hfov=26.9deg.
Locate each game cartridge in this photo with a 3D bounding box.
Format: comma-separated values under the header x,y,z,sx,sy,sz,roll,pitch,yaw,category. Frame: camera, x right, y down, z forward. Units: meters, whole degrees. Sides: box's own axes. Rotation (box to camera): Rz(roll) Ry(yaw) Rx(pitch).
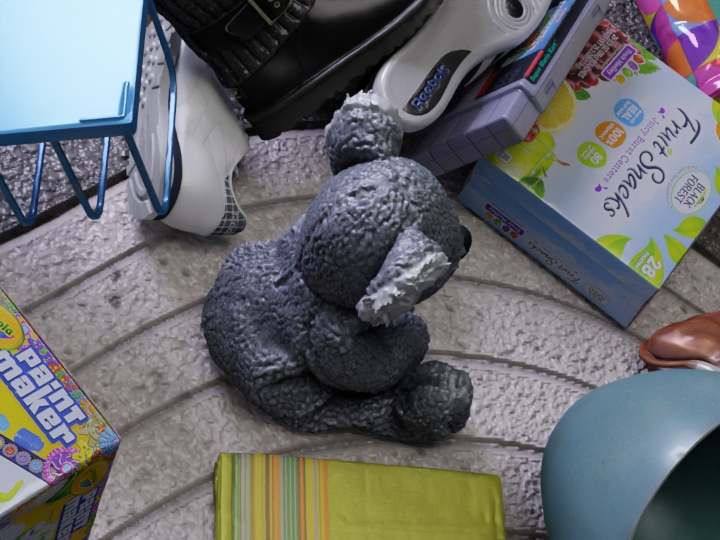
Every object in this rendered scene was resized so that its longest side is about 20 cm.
x,y,z,sx,sy,sz,roll,pitch,yaw,category
0.115,-0.155,1.163,0.038,0.129,0.200,45,52,-16,game cartridge

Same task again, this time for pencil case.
x,y,z,sx,sy,sz,roll,pitch,yaw,category
0.285,-0.214,1.287,0.088,0.088,0.201,-4,61,-21,pencil case

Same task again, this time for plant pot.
x,y,z,sx,sy,sz,roll,pitch,yaw,category
0.195,0.144,0.980,0.199,0.201,0.135,-19,32,-28,plant pot

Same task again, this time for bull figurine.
x,y,z,sx,sy,sz,roll,pitch,yaw,category
0.308,0.056,1.122,0.199,0.065,0.121,-18,33,-20,bull figurine

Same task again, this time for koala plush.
x,y,z,sx,sy,sz,roll,pitch,yaw,category
0.000,0.000,0.978,0.183,0.200,0.178,0,59,-19,koala plush

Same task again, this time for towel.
x,y,z,sx,sy,sz,roll,pitch,yaw,category
0.001,0.169,0.987,0.199,0.018,0.086,7,62,-16,towel

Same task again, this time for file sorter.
x,y,z,sx,sy,sz,roll,pitch,yaw,category
-0.226,-0.108,0.977,0.199,0.123,0.139,-4,58,6,file sorter

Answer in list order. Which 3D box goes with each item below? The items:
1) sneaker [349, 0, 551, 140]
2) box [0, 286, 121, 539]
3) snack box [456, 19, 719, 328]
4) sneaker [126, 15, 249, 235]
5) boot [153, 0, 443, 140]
x,y,z,sx,sy,sz,roll,pitch,yaw,category
0.056,-0.165,1.145,0.073,0.112,0.200,49,61,-7,sneaker
-0.251,0.138,0.804,0.192,0.200,0.122,-32,72,-33,box
0.200,-0.080,1.180,0.168,0.068,0.200,38,56,8,snack box
-0.123,-0.114,1.098,0.080,0.076,0.201,13,59,-26,sneaker
-0.040,-0.212,1.063,0.211,0.079,0.158,-41,112,-10,boot
